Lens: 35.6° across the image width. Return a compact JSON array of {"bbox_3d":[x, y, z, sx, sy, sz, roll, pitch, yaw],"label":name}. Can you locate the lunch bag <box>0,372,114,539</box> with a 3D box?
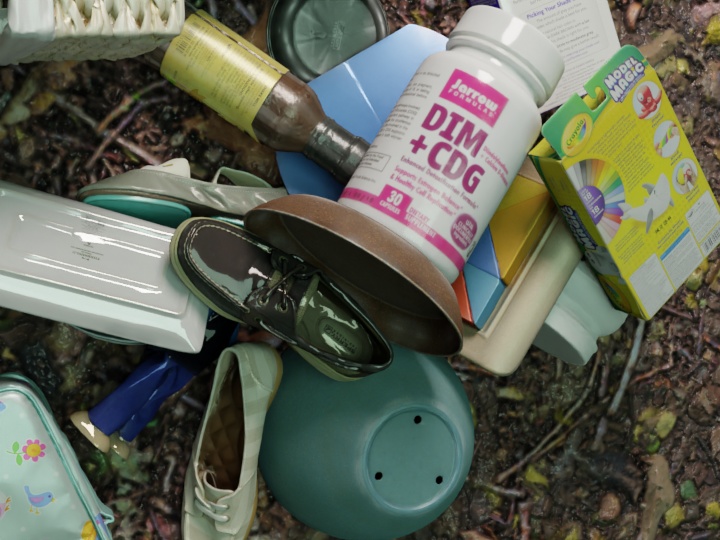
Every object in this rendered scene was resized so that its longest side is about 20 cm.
[{"bbox_3d":[-0.287,0.193,0.888,0.159,0.077,0.202,-26,103,-18],"label":"lunch bag"}]

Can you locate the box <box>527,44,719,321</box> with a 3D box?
[{"bbox_3d":[0.215,-0.071,0.909,0.117,0.048,0.201,-43,121,-15],"label":"box"}]

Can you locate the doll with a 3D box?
[{"bbox_3d":[-0.146,0.063,0.916,0.048,0.137,0.200,41,85,20],"label":"doll"}]

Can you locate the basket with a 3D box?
[{"bbox_3d":[-0.210,-0.222,0.819,0.122,0.199,0.138,-2,95,-25],"label":"basket"}]

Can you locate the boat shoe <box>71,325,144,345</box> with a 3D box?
[{"bbox_3d":[-0.236,0.008,0.901,0.198,0.057,0.069,27,85,-20],"label":"boat shoe"}]

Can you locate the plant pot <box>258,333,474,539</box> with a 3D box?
[{"bbox_3d":[0.020,0.148,0.970,0.197,0.135,0.203,-2,96,-20],"label":"plant pot"}]

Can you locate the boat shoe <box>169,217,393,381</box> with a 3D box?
[{"bbox_3d":[-0.054,0.019,0.866,0.199,0.065,0.074,32,66,-25],"label":"boat shoe"}]

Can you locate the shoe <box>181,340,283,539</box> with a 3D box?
[{"bbox_3d":[-0.118,0.157,0.946,0.069,0.053,0.203,13,90,21],"label":"shoe"}]

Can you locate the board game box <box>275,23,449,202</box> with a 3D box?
[{"bbox_3d":[0.026,-0.109,0.971,0.199,0.039,0.159,-31,85,-6],"label":"board game box"}]

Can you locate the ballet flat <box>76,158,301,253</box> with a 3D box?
[{"bbox_3d":[-0.137,-0.060,0.940,0.197,0.067,0.065,11,63,-22],"label":"ballet flat"}]

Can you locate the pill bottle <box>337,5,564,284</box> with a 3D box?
[{"bbox_3d":[0.074,-0.100,0.894,0.113,0.113,0.201,34,81,-20],"label":"pill bottle"}]

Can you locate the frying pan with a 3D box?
[{"bbox_3d":[0.003,-0.184,0.994,0.189,0.031,0.116,36,83,-17],"label":"frying pan"}]

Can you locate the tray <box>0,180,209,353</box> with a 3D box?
[{"bbox_3d":[-0.206,-0.009,0.848,0.197,0.022,0.108,15,53,-12],"label":"tray"}]

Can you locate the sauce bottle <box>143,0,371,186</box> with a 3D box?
[{"bbox_3d":[-0.082,-0.140,0.915,0.199,0.065,0.065,36,82,0],"label":"sauce bottle"}]

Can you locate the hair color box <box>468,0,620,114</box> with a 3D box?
[{"bbox_3d":[0.160,-0.253,1.027,0.108,0.065,0.202,-23,104,-17],"label":"hair color box"}]

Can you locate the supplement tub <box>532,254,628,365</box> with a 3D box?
[{"bbox_3d":[0.206,-0.031,1.021,0.140,0.140,0.201,38,81,-19],"label":"supplement tub"}]

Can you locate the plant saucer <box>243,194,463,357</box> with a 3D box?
[{"bbox_3d":[0.000,0.000,0.880,0.200,0.200,0.035,39,72,-19],"label":"plant saucer"}]

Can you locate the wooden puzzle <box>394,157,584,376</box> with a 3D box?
[{"bbox_3d":[0.088,-0.032,0.967,0.186,0.199,0.037,-58,150,-7],"label":"wooden puzzle"}]
